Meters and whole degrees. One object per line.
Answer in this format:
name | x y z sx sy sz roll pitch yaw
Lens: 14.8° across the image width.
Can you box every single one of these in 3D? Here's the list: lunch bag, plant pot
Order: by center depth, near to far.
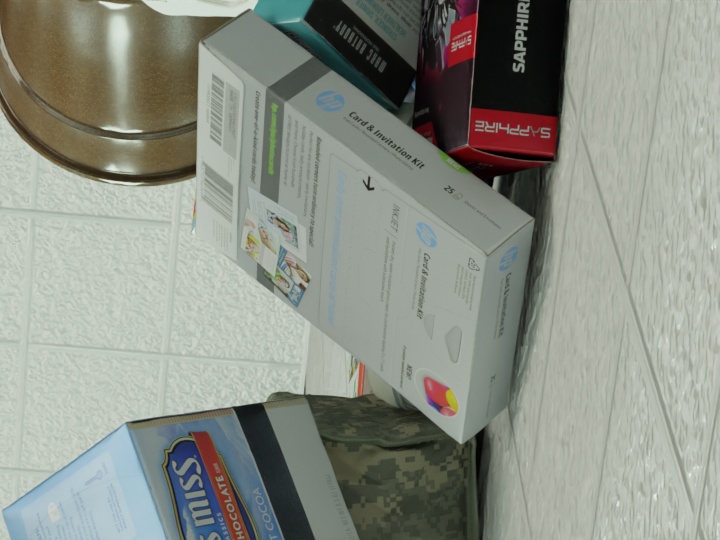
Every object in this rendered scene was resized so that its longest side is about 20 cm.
lunch bag | 0.003 0.177 1.609 0.164 0.118 0.200 -143 51 -79
plant pot | -0.139 -0.182 1.721 0.198 0.200 0.200 97 177 -67

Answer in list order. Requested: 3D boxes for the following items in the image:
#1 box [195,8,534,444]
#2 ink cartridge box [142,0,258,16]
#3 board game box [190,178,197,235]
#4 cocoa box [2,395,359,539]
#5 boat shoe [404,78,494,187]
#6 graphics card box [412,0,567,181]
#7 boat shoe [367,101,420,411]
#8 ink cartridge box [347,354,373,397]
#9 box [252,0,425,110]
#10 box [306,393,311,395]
box | -0.003 -0.023 1.437 0.041 0.200 0.156 -37 -29 -29
ink cartridge box | -0.054 -0.248 1.547 0.083 0.147 0.200 38 -114 -44
board game box | -0.042 -0.100 1.907 0.103 0.105 0.200 -50 23 34
cocoa box | -0.080 0.186 1.481 0.133 0.131 0.200 -35 69 42
boat shoe | 0.045 -0.084 1.544 0.084 0.069 0.200 -69 -9 -54
graphics card box | 0.068 -0.150 1.406 0.125 0.051 0.200 172 104 -78
boat shoe | 0.043 -0.003 1.521 0.070 0.072 0.201 -54 -30 -45
ink cartridge box | 0.022 0.063 1.962 0.200 0.050 0.109 108 167 -77
box | 0.020 -0.188 1.483 0.049 0.082 0.200 1 57 49
box | -0.046 0.206 1.977 0.148 0.104 0.200 -50 -14 -24
